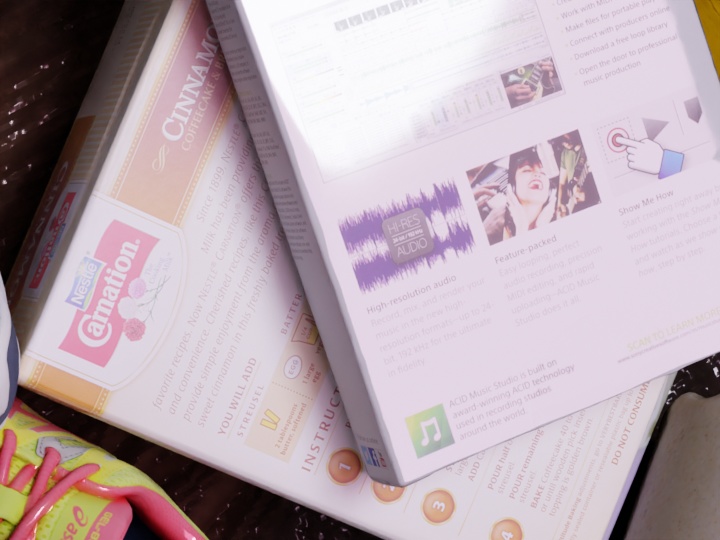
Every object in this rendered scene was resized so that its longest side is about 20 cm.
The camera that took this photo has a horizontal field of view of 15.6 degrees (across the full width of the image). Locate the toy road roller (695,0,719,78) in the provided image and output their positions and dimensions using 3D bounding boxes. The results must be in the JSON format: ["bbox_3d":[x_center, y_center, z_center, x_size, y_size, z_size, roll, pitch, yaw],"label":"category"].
[{"bbox_3d":[0.175,-0.061,0.944,0.123,0.200,0.146,-23,133,-2],"label":"toy road roller"}]

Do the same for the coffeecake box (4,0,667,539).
[{"bbox_3d":[0.000,0.000,0.845,0.200,0.073,0.154,25,84,-18],"label":"coffeecake box"}]

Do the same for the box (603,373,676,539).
[{"bbox_3d":[0.075,0.067,0.962,0.039,0.041,0.200,33,71,-29],"label":"box"}]

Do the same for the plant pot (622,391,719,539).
[{"bbox_3d":[0.158,0.146,0.944,0.200,0.200,0.184,27,64,-31],"label":"plant pot"}]

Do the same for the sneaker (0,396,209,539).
[{"bbox_3d":[-0.109,0.071,0.808,0.200,0.090,0.078,31,75,-29],"label":"sneaker"}]

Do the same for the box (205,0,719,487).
[{"bbox_3d":[0.038,-0.052,0.802,0.144,0.036,0.200,-21,98,-18],"label":"box"}]

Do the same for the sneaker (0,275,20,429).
[{"bbox_3d":[-0.148,-0.050,0.727,0.079,0.130,0.199,-12,76,-10],"label":"sneaker"}]
